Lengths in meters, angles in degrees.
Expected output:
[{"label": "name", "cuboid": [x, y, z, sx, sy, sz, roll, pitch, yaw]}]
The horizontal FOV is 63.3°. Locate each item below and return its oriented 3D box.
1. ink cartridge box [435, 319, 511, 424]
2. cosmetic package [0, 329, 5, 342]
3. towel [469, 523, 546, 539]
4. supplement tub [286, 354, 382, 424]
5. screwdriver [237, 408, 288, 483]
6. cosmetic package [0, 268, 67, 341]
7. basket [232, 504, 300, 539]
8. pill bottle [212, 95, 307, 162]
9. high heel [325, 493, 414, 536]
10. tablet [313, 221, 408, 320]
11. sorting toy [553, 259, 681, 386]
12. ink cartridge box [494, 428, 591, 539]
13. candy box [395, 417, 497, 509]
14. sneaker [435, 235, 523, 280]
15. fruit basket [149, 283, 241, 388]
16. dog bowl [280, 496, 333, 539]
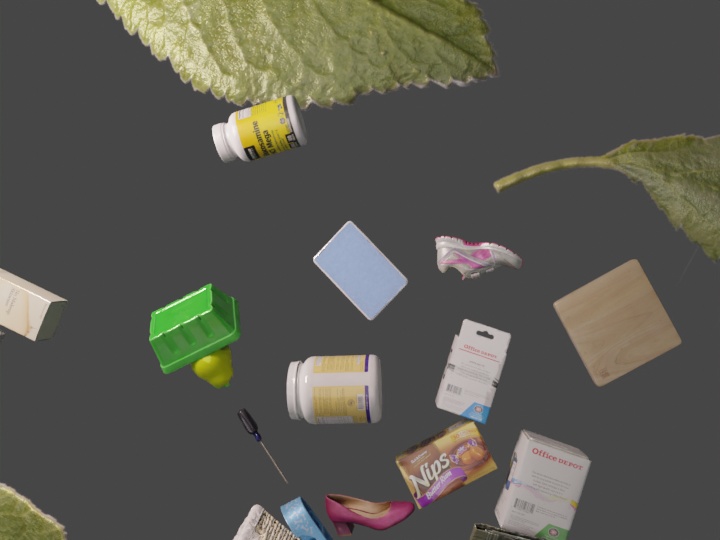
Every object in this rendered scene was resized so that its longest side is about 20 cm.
[{"label": "ink cartridge box", "cuboid": [0.249, 0.218, 1.294, 0.114, 0.068, 0.204, 18, 91, 5]}, {"label": "cosmetic package", "cuboid": [-0.971, 0.143, 1.392, 0.198, 0.085, 0.109, 32, 94, 4]}, {"label": "towel", "cuboid": [0.320, 0.629, 1.259, 0.189, 0.035, 0.203, 13, 122, 9]}, {"label": "supplement tub", "cuboid": [-0.053, 0.261, 1.280, 0.196, 0.145, 0.149, -2, 89, 5]}, {"label": "screwdriver", "cuboid": [-0.226, 0.409, 1.353, 0.029, 0.028, 0.202, -33, 87, 34]}, {"label": "cosmetic package", "cuboid": [-0.816, 0.079, 1.386, 0.197, 0.073, 0.105, 23, 91, 6]}, {"label": "basket", "cuboid": [-0.234, 0.663, 1.252, 0.159, 0.198, 0.202, 32, 104, 1]}, {"label": "pill bottle", "cuboid": [-0.227, -0.314, 1.322, 0.196, 0.112, 0.115, -16, 88, 5]}, {"label": "high heel", "cuboid": [0.018, 0.527, 1.306, 0.197, 0.067, 0.098, -20, 98, 8]}, {"label": "tablet", "cuboid": [0.000, 0.000, 1.347, 0.130, 0.014, 0.200, -45, 87, 2]}, {"label": "sorting toy", "cuboid": [0.547, 0.112, 1.270, 0.198, 0.070, 0.201, -28, 87, 4]}, {"label": "ink cartridge box", "cuboid": [0.393, 0.469, 1.268, 0.143, 0.087, 0.204, 17, 93, 4]}, {"label": "candy box", "cuboid": [0.189, 0.426, 1.302, 0.198, 0.056, 0.118, -28, 87, 3]}, {"label": "sneaker", "cuboid": [0.258, -0.019, 1.297, 0.196, 0.081, 0.090, 10, 91, 13]}, {"label": "fruit basket", "cuboid": [-0.355, 0.163, 1.331, 0.211, 0.157, 0.219, -8, 129, -10]}, {"label": "dog bowl", "cuboid": [-0.101, 0.594, 1.300, 0.049, 0.112, 0.201, -37, 86, -10]}]
